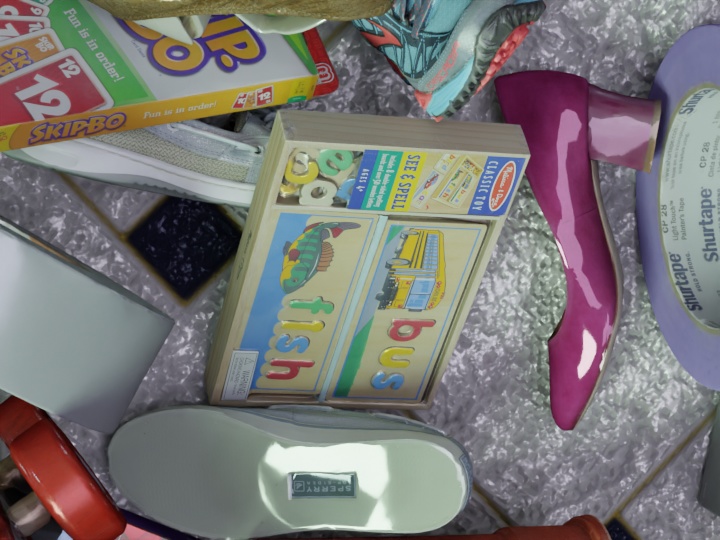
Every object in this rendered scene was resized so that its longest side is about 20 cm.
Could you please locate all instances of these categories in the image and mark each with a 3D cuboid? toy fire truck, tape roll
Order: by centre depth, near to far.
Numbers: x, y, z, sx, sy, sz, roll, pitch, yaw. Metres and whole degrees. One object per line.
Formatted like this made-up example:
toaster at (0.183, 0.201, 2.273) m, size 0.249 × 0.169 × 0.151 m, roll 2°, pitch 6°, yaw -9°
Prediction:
toy fire truck at (-0.153, 0.161, 1.058) m, size 0.112 × 0.200 × 0.168 m, roll -36°, pitch 105°, yaw -8°
tape roll at (-0.192, 0.003, 1.065) m, size 0.200 × 0.200 × 0.066 m, roll 30°, pitch 88°, yaw -19°
tape roll at (0.228, -0.036, 1.190) m, size 0.085 × 0.200 × 0.201 m, roll -4°, pitch 99°, yaw -17°

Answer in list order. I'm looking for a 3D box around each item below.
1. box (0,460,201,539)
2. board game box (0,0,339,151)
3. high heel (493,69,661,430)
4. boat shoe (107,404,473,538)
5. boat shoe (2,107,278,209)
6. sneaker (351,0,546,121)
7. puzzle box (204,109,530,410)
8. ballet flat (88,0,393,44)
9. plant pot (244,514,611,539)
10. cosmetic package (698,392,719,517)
box at (-0.193, 0.179, 1.174) m, size 0.199 × 0.039 × 0.137 m, roll 24°, pitch 91°, yaw -19°
board game box at (-0.113, -0.119, 1.128) m, size 0.199 × 0.030 × 0.096 m, roll -10°, pitch 61°, yaw -24°
high heel at (0.107, -0.012, 1.240) m, size 0.096 × 0.067 × 0.201 m, roll 11°, pitch 95°, yaw 3°
boat shoe at (-0.036, 0.109, 1.193) m, size 0.200 × 0.072 × 0.070 m, roll 4°, pitch 95°, yaw 9°
boat shoe at (-0.089, -0.071, 1.155) m, size 0.201 × 0.074 × 0.065 m, roll 11°, pitch 93°, yaw -9°
sneaker at (0.024, -0.137, 1.113) m, size 0.095 × 0.200 × 0.079 m, roll 40°, pitch 88°, yaw -16°
puzzle box at (0.000, 0.000, 1.157) m, size 0.133 × 0.025 × 0.200 m, roll 1°, pitch 135°, yaw -17°
ballet flat at (-0.070, -0.146, 1.084) m, size 0.072 × 0.199 × 0.068 m, roll 62°, pitch 37°, yaw -48°
plant pot at (0.025, 0.226, 1.178) m, size 0.194 × 0.201 × 0.202 m, roll 5°, pitch 96°, yaw -10°
cosmetic package at (0.315, 0.129, 1.291) m, size 0.199 × 0.107 × 0.091 m, roll 8°, pitch 96°, yaw -20°
